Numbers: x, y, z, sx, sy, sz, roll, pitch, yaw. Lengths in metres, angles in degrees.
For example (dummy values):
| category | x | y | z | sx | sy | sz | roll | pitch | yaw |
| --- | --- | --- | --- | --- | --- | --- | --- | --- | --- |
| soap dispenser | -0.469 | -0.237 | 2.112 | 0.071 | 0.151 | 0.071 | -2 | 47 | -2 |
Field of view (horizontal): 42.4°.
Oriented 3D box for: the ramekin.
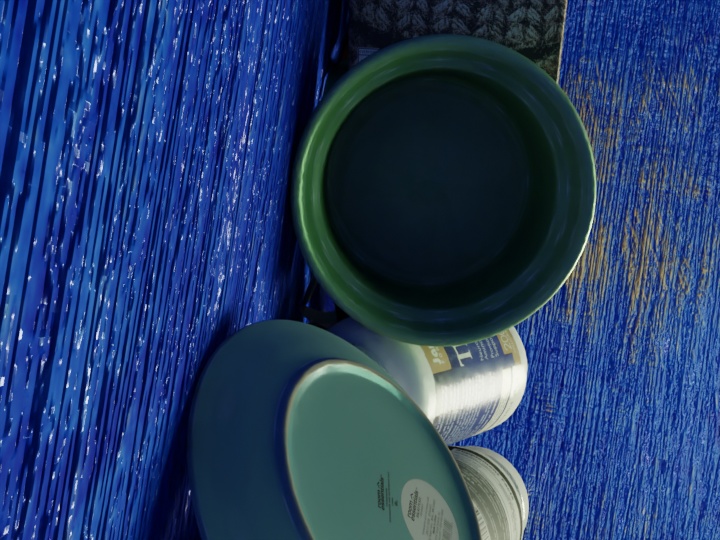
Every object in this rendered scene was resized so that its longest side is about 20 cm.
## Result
| category | x | y | z | sx | sy | sz | roll | pitch | yaw |
| --- | --- | --- | --- | --- | --- | --- | --- | --- | --- |
| ramekin | 0.052 | -0.057 | 0.640 | 0.098 | 0.198 | 0.202 | -106 | -156 | -79 |

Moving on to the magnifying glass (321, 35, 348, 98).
| category | x | y | z | sx | sy | sz | roll | pitch | yaw |
| --- | --- | --- | --- | --- | --- | --- | --- | --- | --- |
| magnifying glass | -0.013 | -0.156 | 0.773 | 0.201 | 0.022 | 0.080 | -76 | 174 | -48 |

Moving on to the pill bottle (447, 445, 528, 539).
| category | x | y | z | sx | sy | sz | roll | pitch | yaw |
| --- | --- | --- | --- | --- | --- | --- | --- | --- | --- |
| pill bottle | 0.059 | 0.196 | 0.701 | 0.200 | 0.113 | 0.115 | 4 | 95 | -68 |

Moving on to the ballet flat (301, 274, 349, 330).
| category | x | y | z | sx | sy | sz | roll | pitch | yaw |
| --- | --- | --- | --- | --- | --- | --- | --- | --- | --- |
| ballet flat | -0.016 | 0.045 | 0.783 | 0.068 | 0.068 | 0.201 | -81 | 177 | -52 |

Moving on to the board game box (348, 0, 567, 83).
| category | x | y | z | sx | sy | sz | roll | pitch | yaw |
| --- | --- | --- | --- | --- | --- | --- | --- | --- | --- |
| board game box | 0.074 | -0.240 | 0.680 | 0.097 | 0.158 | 0.201 | -76 | 167 | -62 |

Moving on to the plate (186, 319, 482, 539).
| category | x | y | z | sx | sy | sz | roll | pitch | yaw |
| --- | --- | --- | --- | --- | --- | --- | --- | --- | --- |
| plate | 0.006 | 0.106 | 0.423 | 0.026 | 0.200 | 0.201 | -36 | -158 | 27 |

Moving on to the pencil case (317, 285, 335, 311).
| category | x | y | z | sx | sy | sz | roll | pitch | yaw |
| --- | --- | --- | --- | --- | --- | --- | --- | --- | --- |
| pencil case | 0.000 | 0.000 | 0.852 | 0.201 | 0.083 | 0.091 | 95 | 17 | -49 |

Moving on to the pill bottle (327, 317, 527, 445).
| category | x | y | z | sx | sy | sz | roll | pitch | yaw |
| --- | --- | --- | --- | --- | --- | --- | --- | --- | --- |
| pill bottle | 0.031 | 0.084 | 0.697 | 0.199 | 0.110 | 0.112 | -6 | 109 | -50 |
